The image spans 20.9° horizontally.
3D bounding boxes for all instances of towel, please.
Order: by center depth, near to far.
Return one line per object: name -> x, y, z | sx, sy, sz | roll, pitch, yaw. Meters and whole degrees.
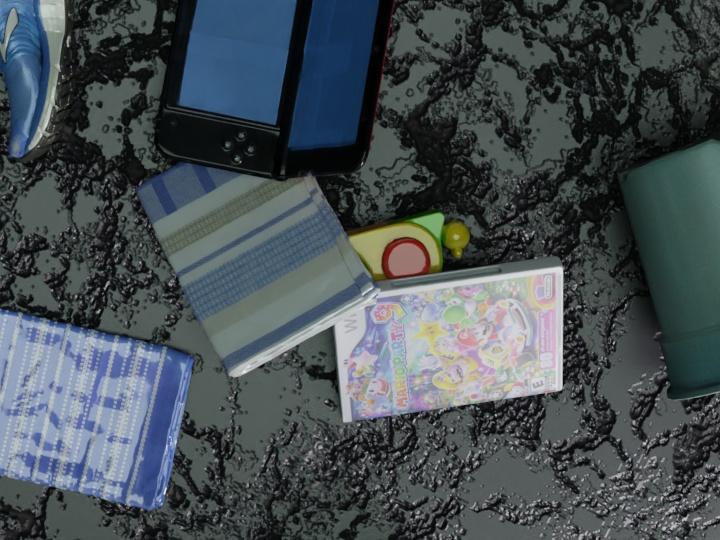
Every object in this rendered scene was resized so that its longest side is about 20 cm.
towel -> -0.089, -0.023, 1.641 | 0.146, 0.024, 0.201 | -30, 68, -1
towel -> -0.254, 0.120, 1.690 | 0.198, 0.024, 0.146 | 13, 95, -7

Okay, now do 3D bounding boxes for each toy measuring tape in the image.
toy measuring tape -> 0.000, 0.000, 1.676 | 0.198, 0.074, 0.074 | -14, 99, -3

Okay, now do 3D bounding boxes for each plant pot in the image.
plant pot -> 0.319, -0.018, 1.649 | 0.199, 0.200, 0.197 | -21, 92, -2

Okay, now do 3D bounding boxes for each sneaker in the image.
sneaker -> -0.285, -0.191, 1.625 | 0.088, 0.079, 0.202 | 1, 89, 2

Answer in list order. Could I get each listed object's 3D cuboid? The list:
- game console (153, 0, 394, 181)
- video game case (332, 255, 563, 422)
game console -> -0.070, -0.184, 1.597 | 0.171, 0.119, 0.202 | 11, 81, -7
video game case -> 0.076, 0.061, 1.682 | 0.198, 0.018, 0.144 | -8, 129, -4
